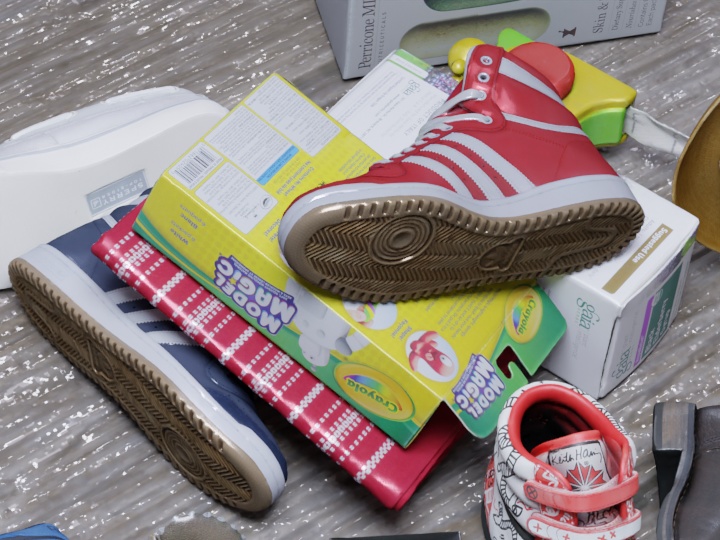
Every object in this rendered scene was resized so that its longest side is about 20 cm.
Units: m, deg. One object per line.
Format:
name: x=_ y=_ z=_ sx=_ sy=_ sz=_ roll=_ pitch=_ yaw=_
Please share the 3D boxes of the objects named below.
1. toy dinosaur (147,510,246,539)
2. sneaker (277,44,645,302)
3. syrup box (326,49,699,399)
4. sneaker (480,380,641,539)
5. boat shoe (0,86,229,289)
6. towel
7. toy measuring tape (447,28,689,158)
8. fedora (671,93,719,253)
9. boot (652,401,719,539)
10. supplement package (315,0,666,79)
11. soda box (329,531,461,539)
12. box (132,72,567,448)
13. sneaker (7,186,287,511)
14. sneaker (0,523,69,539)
toy dinosaur: x=-0.051 y=0.162 z=0.964 sx=0.200 sy=0.077 sz=0.102 roll=34 pitch=18 yaw=35
sneaker: x=0.033 y=-0.051 z=1.077 sx=0.200 sy=0.071 sz=0.113 roll=-4 pitch=52 yaw=-33
syrup box: x=0.073 y=-0.026 z=1.178 sx=0.200 sy=0.079 sz=0.081 roll=31 pitch=54 yaw=21
sneaker: x=0.104 y=0.147 z=1.014 sx=0.067 sy=0.108 sz=0.202 roll=-9 pitch=51 yaw=-11
boat shoe: x=-0.165 y=-0.052 z=1.197 sx=0.200 sy=0.072 sz=0.069 roll=-27 pitch=35 yaw=-16
towel: x=-0.022 y=0.020 z=1.113 sx=0.200 sy=0.022 sz=0.145 roll=40 pitch=43 yaw=4
toy measuring tape: x=0.126 y=-0.073 z=1.228 sx=0.200 sy=0.074 sz=0.074 roll=32 pitch=55 yaw=22
fedora: x=0.261 y=-0.049 z=1.136 sx=0.200 sy=0.201 sz=0.082 roll=-13 pitch=51 yaw=-14
boot: x=0.228 y=0.119 z=1.046 sx=0.174 sy=0.069 sz=0.200 roll=-5 pitch=44 yaw=9
supplement package: x=0.071 y=-0.228 z=1.300 sx=0.200 sy=0.152 sz=0.151 roll=-9 pitch=52 yaw=-11
soda box: x=0.023 y=0.216 z=0.975 sx=0.063 sy=0.071 sz=0.200 roll=-2 pitch=50 yaw=-6
box: x=0.000 y=0.000 z=1.095 sx=0.200 sy=0.048 sz=0.117 roll=38 pitch=43 yaw=5
sneaker: x=-0.080 y=0.030 z=1.127 sx=0.108 sy=0.070 sz=0.200 roll=-34 pitch=57 yaw=-26
sneaker: x=-0.222 y=0.164 z=1.014 sx=0.200 sy=0.066 sz=0.078 roll=-13 pitch=41 yaw=-15
